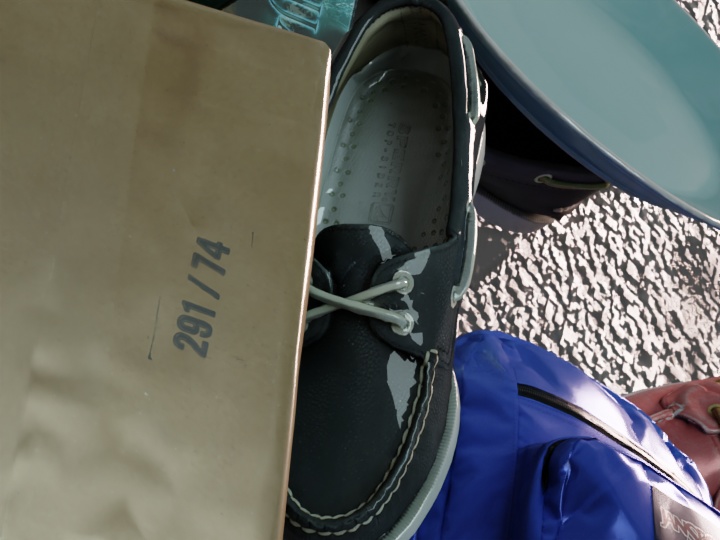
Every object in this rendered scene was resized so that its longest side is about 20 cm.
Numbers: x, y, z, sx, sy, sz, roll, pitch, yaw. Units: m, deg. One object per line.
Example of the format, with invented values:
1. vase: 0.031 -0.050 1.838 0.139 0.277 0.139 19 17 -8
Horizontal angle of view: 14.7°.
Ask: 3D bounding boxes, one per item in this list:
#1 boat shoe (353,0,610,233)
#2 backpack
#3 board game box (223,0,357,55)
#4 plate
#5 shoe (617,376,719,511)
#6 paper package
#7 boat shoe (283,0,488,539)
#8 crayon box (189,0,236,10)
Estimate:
1. boat shoe: 0.024 -0.076 1.069 0.201 0.061 0.072 23 57 -37
2. backpack: 0.055 0.124 0.938 0.162 0.168 0.200 38 43 -34
3. board game box: -0.073 -0.072 0.963 0.135 0.028 0.200 22 60 -17
4. plate: 0.092 -0.080 1.079 0.200 0.026 0.200 33 27 -20
5. shoe: 0.155 0.068 1.113 0.200 0.091 0.072 -14 82 -47
6. paper package: -0.115 0.017 0.811 0.190 0.103 0.200 15 63 -22
7. boat shoe: 0.000 0.000 0.901 0.060 0.075 0.200 81 12 -57
8. crayon box: -0.111 -0.183 0.918 0.200 0.052 0.126 34 52 -26
